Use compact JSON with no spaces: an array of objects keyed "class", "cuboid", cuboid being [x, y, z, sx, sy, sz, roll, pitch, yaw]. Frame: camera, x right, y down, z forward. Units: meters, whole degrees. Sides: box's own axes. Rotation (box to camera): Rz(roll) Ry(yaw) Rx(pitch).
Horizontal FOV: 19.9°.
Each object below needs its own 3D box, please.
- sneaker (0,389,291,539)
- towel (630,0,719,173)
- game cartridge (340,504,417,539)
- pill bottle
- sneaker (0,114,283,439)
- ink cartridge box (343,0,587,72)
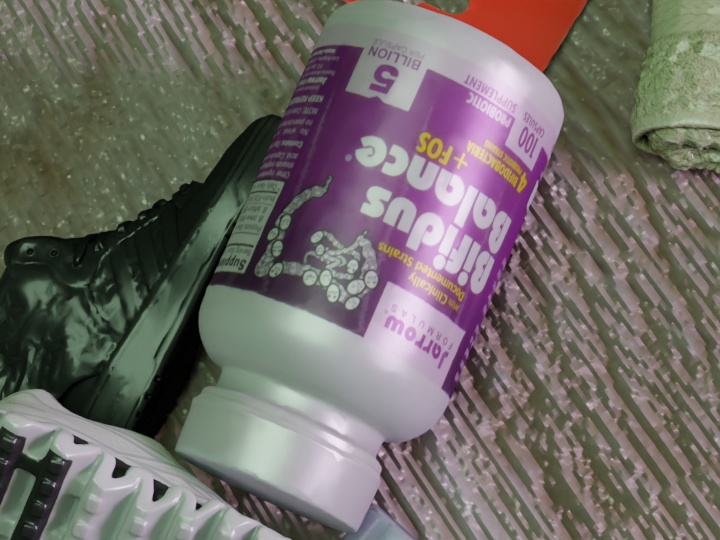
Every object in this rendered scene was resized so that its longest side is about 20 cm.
[{"class":"sneaker","cuboid":[-0.073,0.108,0.815,0.199,0.081,0.076,32,105,-1]},{"class":"towel","cuboid":[0.218,-0.112,0.873,0.198,0.037,0.150,2,73,14]},{"class":"game cartridge","cuboid":[0.036,0.206,0.818,0.200,0.040,0.134,38,88,21]},{"class":"pill bottle","cuboid":[0.000,0.000,0.848,0.111,0.112,0.202,19,78,18]},{"class":"sneaker","cuboid":[-0.113,0.003,0.902,0.104,0.060,0.201,28,84,15]},{"class":"ink cartridge box","cuboid":[0.058,-0.204,0.933,0.159,0.047,0.201,28,79,19]}]
